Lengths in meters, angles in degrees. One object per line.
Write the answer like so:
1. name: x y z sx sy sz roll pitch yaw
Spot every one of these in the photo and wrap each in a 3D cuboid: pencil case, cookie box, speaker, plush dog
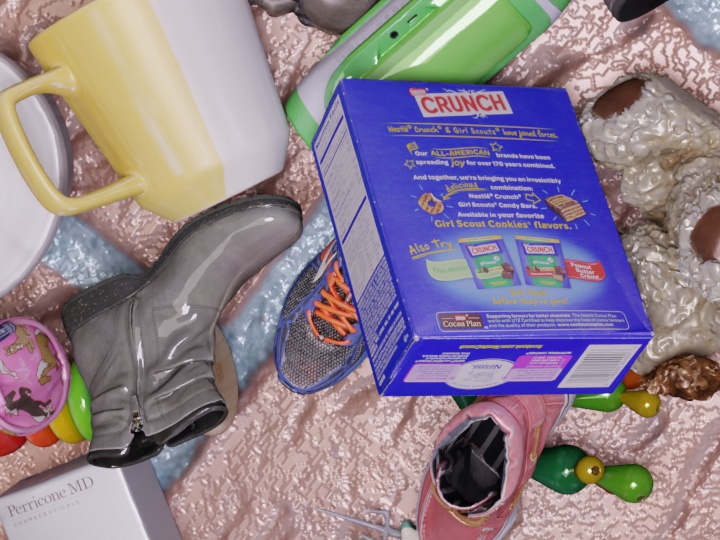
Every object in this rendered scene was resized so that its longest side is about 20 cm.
1. pencil case: -0.294 0.075 1.643 0.200 0.087 0.083 -3 56 41
2. cookie box: 0.075 -0.022 1.516 0.171 0.075 0.200 1 55 -24
3. speaker: 0.046 -0.149 1.597 0.200 0.088 0.088 -40 91 12
4. plush dog: 0.216 -0.009 1.574 0.172 0.160 0.200 -54 44 24

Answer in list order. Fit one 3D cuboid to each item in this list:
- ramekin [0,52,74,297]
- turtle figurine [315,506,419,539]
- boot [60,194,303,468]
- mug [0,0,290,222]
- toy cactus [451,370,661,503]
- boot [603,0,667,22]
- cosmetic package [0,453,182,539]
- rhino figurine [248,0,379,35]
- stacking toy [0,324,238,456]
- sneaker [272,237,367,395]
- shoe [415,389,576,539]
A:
1. ramekin: -0.293 -0.071 1.658 0.202 0.094 0.203 1 99 8
2. turtle figurine: 0.026 0.263 1.659 0.200 0.101 0.150 33 102 -3
3. boot: -0.106 0.046 1.582 0.200 0.068 0.131 -31 57 19
4. mug: -0.138 -0.109 1.595 0.186 0.149 0.153 -26 94 1
5. toy cactus: 0.108 0.100 1.634 0.200 0.102 0.165 38 121 -1
6. boot: 0.182 -0.270 1.558 0.200 0.069 0.174 -31 70 -18
7. cosmetic package: -0.172 0.232 1.695 0.101 0.071 0.200 -22 94 12
8. rhino figurine: 0.000 -0.251 1.601 0.087 0.060 0.200 25 100 -9
9. stacking toy: -0.191 0.090 1.681 0.200 0.085 0.085 -12 96 18
10. sneaker: 0.000 0.000 1.629 0.075 0.078 0.200 33 102 4
11. shoe: 0.071 0.140 1.570 0.071 0.091 0.200 37 130 12
